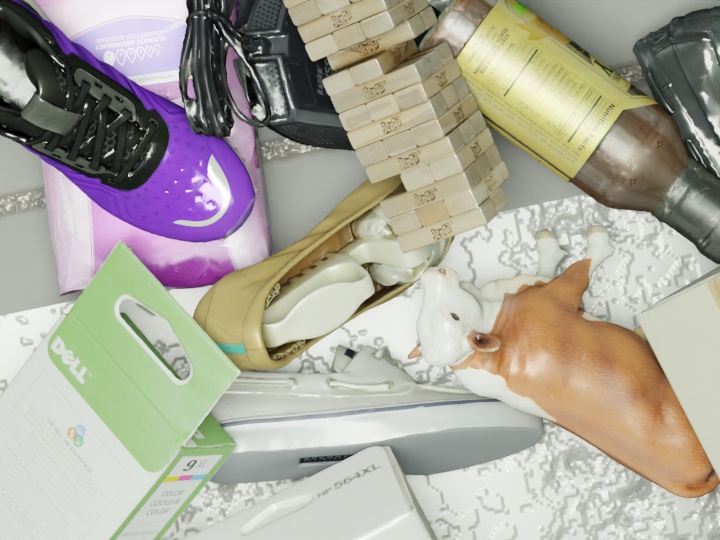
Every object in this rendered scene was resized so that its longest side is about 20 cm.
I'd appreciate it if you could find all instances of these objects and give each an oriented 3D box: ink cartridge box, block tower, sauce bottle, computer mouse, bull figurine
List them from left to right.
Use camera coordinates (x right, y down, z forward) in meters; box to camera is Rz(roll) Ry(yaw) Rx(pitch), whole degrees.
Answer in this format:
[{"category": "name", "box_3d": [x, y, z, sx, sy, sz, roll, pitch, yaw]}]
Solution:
[{"category": "ink cartridge box", "box_3d": [-0.137, 0.090, 1.439, 0.104, 0.059, 0.200, 47, 112, 22]}, {"category": "computer mouse", "box_3d": [-0.023, -0.116, 1.452, 0.199, 0.053, 0.139, 14, 70, -37]}, {"category": "ink cartridge box", "box_3d": [-0.002, 0.218, 1.453, 0.146, 0.084, 0.200, -27, 115, 1]}, {"category": "block tower", "box_3d": [0.010, -0.113, 1.399, 0.058, 0.054, 0.201, -19, 100, 27]}, {"category": "bull figurine", "box_3d": [0.121, 0.043, 1.466, 0.200, 0.065, 0.122, 34, 61, -7]}, {"category": "sauce bottle", "box_3d": [0.123, -0.077, 1.442, 0.200, 0.065, 0.065, 37, 92, -1]}]

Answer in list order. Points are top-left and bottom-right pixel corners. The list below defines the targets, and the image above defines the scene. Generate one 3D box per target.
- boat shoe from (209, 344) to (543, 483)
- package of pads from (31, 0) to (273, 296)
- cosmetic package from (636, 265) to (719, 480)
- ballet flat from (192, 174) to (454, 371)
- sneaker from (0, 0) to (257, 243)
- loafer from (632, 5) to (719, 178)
[{"category": "boat shoe", "box_3d": [0.001, 0.073, 1.486, 0.199, 0.071, 0.070, -4, 67, -9]}, {"category": "package of pads", "box_3d": [-0.118, -0.088, 1.470, 0.120, 0.076, 0.201, -7, 93, 2]}, {"category": "cosmetic package", "box_3d": [0.236, 0.086, 1.411, 0.071, 0.105, 0.201, -28, 89, 37]}, {"category": "ballet flat", "box_3d": [0.000, 0.000, 1.443, 0.200, 0.063, 0.069, -35, 117, -29]}, {"category": "sneaker", "box_3d": [-0.146, -0.076, 1.382, 0.200, 0.100, 0.070, 35, 97, 1]}, {"category": "loafer", "box_3d": [0.209, -0.046, 1.490, 0.070, 0.068, 0.201, -17, 99, 27]}]
